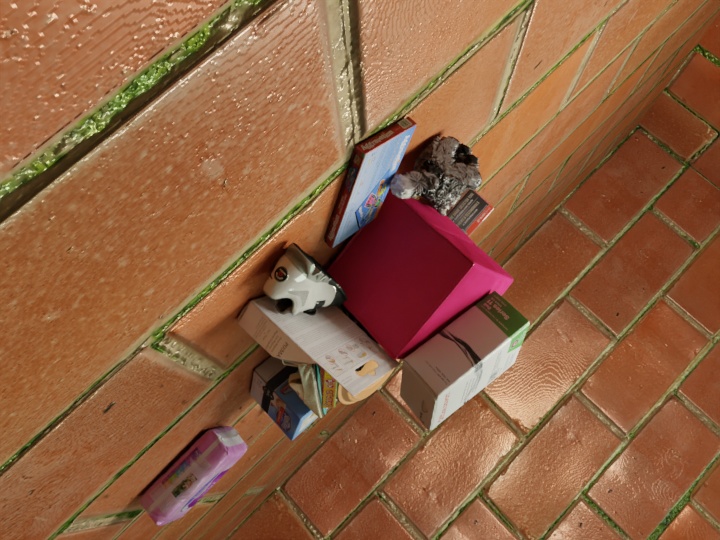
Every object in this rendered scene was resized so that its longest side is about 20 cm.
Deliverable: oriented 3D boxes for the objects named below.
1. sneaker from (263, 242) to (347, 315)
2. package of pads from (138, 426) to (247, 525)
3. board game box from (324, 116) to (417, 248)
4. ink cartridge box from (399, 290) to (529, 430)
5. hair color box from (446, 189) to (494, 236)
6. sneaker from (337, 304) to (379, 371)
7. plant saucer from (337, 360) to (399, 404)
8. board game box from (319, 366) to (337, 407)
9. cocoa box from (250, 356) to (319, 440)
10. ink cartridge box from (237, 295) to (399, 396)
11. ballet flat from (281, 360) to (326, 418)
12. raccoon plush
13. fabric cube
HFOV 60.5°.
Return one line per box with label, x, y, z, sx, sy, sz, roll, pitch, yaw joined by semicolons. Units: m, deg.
sneaker;-0.084;0.027;0.891;0.089;0.074;0.200;-46;156;1
package of pads;-0.322;0.397;1.210;0.200;0.076;0.121;-46;165;-2
board game box;0.010;-0.117;0.858;0.103;0.019;0.200;-35;162;-33
ink cartridge box;0.163;0.147;0.991;0.199;0.083;0.147;-33;151;-21
hair color box;0.198;-0.114;1.214;0.102;0.061;0.200;-49;-177;13
sneaker;-0.024;0.098;1.068;0.087;0.080;0.200;-63;-161;19
plant saucer;0.026;0.172;1.172;0.200;0.032;0.201;-37;147;-30
board game box;-0.058;0.120;1.039;0.201;0.030;0.096;-95;-172;-48
cocoa box;-0.098;0.207;1.214;0.200;0.131;0.134;-37;164;-31
ink cartridge box;-0.058;0.106;0.907;0.057;0.200;0.162;-52;164;24
ballet flat;-0.102;0.168;1.074;0.062;0.201;0.068;-8;-160;-1
raccoon plush;0.095;-0.135;0.975;0.199;0.097;0.134;-12;159;-32
fabric cube;0.095;0.013;1.023;0.197;0.200;0.199;-51;152;15
